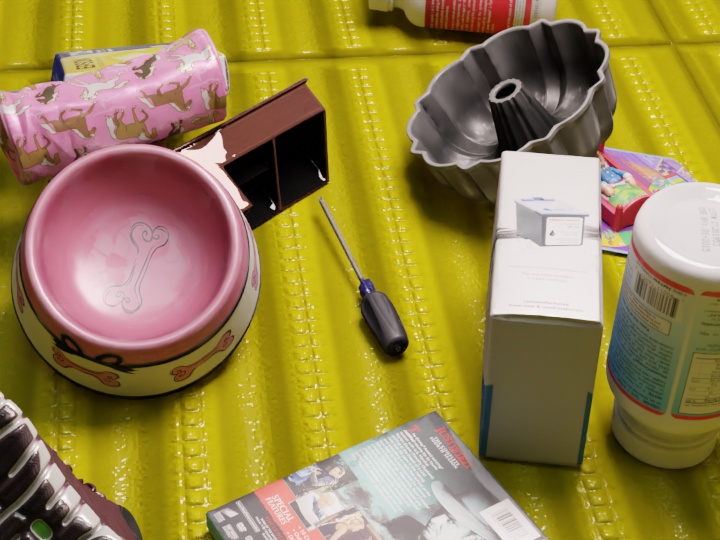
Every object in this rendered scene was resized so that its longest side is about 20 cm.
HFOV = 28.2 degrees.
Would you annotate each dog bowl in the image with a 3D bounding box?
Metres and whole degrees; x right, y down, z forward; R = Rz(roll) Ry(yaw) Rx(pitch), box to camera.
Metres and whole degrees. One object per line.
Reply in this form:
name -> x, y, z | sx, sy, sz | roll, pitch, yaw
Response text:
dog bowl -> -0.174, -0.007, 1.107 | 0.197, 0.074, 0.203 | 2, 70, -6

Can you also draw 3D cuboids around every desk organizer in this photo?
desk organizer -> -0.105, -0.083, 1.254 | 0.199, 0.072, 0.077 | -34, 80, -35

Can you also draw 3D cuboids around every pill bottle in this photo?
pill bottle -> 0.111, -0.311, 1.522 | 0.197, 0.113, 0.113 | 6, 40, 3
pill bottle -> 0.237, 0.045, 1.041 | 0.107, 0.202, 0.109 | 2, 40, -2

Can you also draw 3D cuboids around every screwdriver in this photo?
screwdriver -> 0.000, 0.000, 1.216 | 0.029, 0.028, 0.201 | 18, 30, -32

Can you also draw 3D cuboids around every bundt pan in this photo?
bundt pan -> 0.146, -0.136, 1.304 | 0.200, 0.076, 0.203 | -22, 37, 18

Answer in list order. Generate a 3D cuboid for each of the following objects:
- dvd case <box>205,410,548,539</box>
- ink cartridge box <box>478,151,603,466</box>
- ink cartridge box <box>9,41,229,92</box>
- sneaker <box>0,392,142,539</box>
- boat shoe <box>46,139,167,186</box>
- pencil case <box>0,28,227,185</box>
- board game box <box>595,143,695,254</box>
dvd case -> 0.011, 0.184, 1.003 | 0.198, 0.022, 0.146 | -22, 46, -25
ink cartridge box -> 0.139, 0.026, 1.100 | 0.085, 0.148, 0.201 | 4, 40, 4
ink cartridge box -> -0.235, -0.182, 1.343 | 0.197, 0.048, 0.198 | -6, 16, -13
sneaker -> -0.213, 0.151, 0.948 | 0.075, 0.116, 0.200 | -40, 88, -1
boat shoe -> -0.237, -0.070, 1.260 | 0.070, 0.071, 0.201 | -20, 24, 33
pencil case -> -0.210, -0.137, 1.201 | 0.198, 0.084, 0.086 | -21, 4, -16
board game box -> 0.220, -0.084, 1.315 | 0.197, 0.039, 0.159 | 10, 41, 9
